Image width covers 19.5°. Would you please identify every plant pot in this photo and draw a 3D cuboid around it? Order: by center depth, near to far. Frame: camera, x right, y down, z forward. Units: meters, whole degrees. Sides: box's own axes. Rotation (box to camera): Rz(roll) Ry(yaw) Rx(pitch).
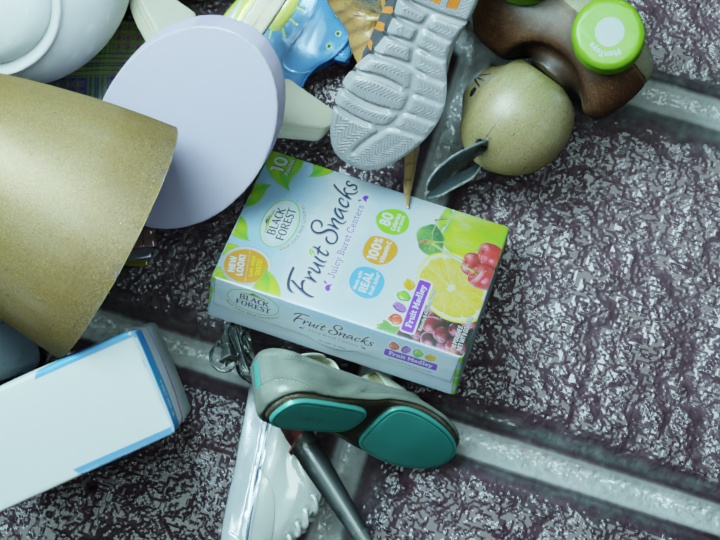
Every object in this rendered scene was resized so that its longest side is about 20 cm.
[{"bbox_3d":[-0.261,-0.063,1.485,0.200,0.186,0.187,26,84,-13],"label":"plant pot"}]

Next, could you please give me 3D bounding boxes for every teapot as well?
[{"bbox_3d":[-0.273,-0.212,1.566,0.197,0.146,0.200,-5,118,14],"label":"teapot"}]

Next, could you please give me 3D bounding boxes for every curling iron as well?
[{"bbox_3d":[-0.053,0.127,1.583,0.026,0.050,0.200,-38,82,29],"label":"curling iron"}]

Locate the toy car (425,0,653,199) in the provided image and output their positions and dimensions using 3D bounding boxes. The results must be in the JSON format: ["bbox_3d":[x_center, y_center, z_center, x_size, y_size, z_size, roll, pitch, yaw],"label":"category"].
[{"bbox_3d":[0.111,-0.137,1.609,0.158,0.164,0.200,40,90,7],"label":"toy car"}]

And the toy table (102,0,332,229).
[{"bbox_3d":[-0.116,-0.136,1.594,0.184,0.117,0.200,44,128,-12],"label":"toy table"}]

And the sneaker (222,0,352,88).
[{"bbox_3d":[-0.034,-0.224,1.677,0.105,0.076,0.200,34,92,-6],"label":"sneaker"}]

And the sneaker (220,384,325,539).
[{"bbox_3d":[-0.064,0.182,1.614,0.071,0.073,0.200,7,82,7],"label":"sneaker"}]

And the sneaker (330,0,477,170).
[{"bbox_3d":[0.041,-0.175,1.588,0.078,0.112,0.200,26,115,-8],"label":"sneaker"}]

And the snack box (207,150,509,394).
[{"bbox_3d":[0.000,0.000,1.615,0.200,0.053,0.142,18,49,5],"label":"snack box"}]

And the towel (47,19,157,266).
[{"bbox_3d":[-0.235,-0.101,1.686,0.143,0.023,0.200,-2,81,3],"label":"towel"}]

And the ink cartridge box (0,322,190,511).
[{"bbox_3d":[-0.210,0.105,1.565,0.144,0.200,0.085,-24,92,-1],"label":"ink cartridge box"}]

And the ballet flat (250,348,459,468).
[{"bbox_3d":[-0.002,0.098,1.589,0.067,0.200,0.064,-41,49,29],"label":"ballet flat"}]

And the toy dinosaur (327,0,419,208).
[{"bbox_3d":[0.026,-0.161,1.653,0.106,0.060,0.200,-29,99,-20],"label":"toy dinosaur"}]

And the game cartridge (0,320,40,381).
[{"bbox_3d":[-0.313,-0.007,1.579,0.042,0.133,0.200,-23,89,11],"label":"game cartridge"}]
